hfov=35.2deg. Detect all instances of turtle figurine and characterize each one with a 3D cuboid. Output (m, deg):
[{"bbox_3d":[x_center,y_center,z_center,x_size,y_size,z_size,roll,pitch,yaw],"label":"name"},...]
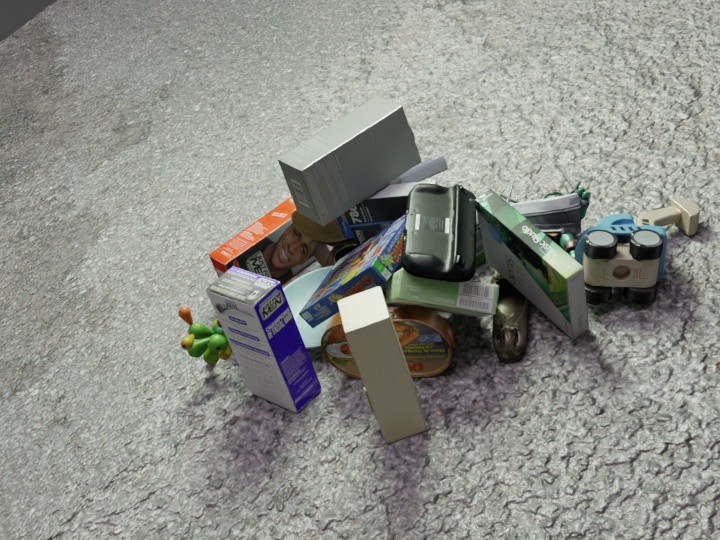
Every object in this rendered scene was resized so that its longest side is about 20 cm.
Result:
[{"bbox_3d":[0.299,-0.076,1.761,0.148,0.101,0.202,-24,47,28],"label":"turtle figurine"}]

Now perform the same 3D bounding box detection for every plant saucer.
[{"bbox_3d":[-0.053,0.067,1.801,0.198,0.039,0.202,-14,34,9],"label":"plant saucer"}]

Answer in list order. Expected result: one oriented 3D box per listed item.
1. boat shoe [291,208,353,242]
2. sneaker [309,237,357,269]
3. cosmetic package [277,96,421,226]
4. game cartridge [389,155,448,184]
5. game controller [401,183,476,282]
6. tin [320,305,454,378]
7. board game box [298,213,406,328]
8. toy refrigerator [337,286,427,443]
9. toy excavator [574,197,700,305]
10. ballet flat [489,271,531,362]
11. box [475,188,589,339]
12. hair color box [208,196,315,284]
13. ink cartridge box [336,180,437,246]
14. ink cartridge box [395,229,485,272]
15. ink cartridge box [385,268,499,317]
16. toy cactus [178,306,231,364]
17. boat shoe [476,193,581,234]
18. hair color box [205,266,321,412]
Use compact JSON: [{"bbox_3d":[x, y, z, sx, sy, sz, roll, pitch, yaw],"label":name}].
[{"bbox_3d":[-0.020,-0.097,1.869,0.197,0.075,0.069,-3,31,30],"label":"boat shoe"},{"bbox_3d":[0.014,-0.056,1.930,0.198,0.071,0.076,-28,59,-13],"label":"sneaker"},{"bbox_3d":[-0.014,-0.170,1.739,0.199,0.108,0.090,-34,33,-21],"label":"cosmetic package"},{"bbox_3d":[0.044,-0.145,1.953,0.199,0.039,0.129,-19,9,47],"label":"game cartridge"},{"bbox_3d":[0.113,-0.057,1.611,0.102,0.043,0.201,1,40,6],"label":"game controller"},{"bbox_3d":[0.040,0.104,1.634,0.197,0.113,0.042,-3,35,22],"label":"tin"},{"bbox_3d":[0.000,0.000,1.709,0.199,0.034,0.136,-33,16,49],"label":"board game box"},{"bbox_3d":[0.028,0.130,1.526,0.069,0.202,0.076,-19,34,2],"label":"toy refrigerator"},{"bbox_3d":[0.408,-0.047,1.664,0.191,0.101,0.201,1,34,6],"label":"toy excavator"},{"bbox_3d":[0.217,0.054,1.670,0.066,0.047,0.201,-9,36,15],"label":"ballet flat"},{"bbox_3d":[0.243,-0.009,1.614,0.036,0.145,0.200,-36,52,-14],"label":"box"},{"bbox_3d":[-0.151,-0.034,1.935,0.199,0.102,0.061,-38,37,-23],"label":"hair color box"},{"bbox_3d":[0.039,-0.083,1.772,0.197,0.100,0.039,-3,38,29],"label":"ink cartridge box"},{"bbox_3d":[0.101,-0.053,1.856,0.147,0.076,0.199,-34,33,-18],"label":"ink cartridge box"},{"bbox_3d":[0.107,0.036,1.657,0.143,0.049,0.200,9,-7,-8],"label":"ink cartridge box"},{"bbox_3d":[-0.199,0.080,1.764,0.163,0.103,0.200,-27,-4,-3],"label":"toy cactus"},{"bbox_3d":[0.247,-0.068,1.692,0.071,0.069,0.198,-13,4,-44],"label":"boat shoe"},{"bbox_3d":[-0.139,0.101,1.652,0.108,0.202,0.065,16,48,42],"label":"hair color box"}]
